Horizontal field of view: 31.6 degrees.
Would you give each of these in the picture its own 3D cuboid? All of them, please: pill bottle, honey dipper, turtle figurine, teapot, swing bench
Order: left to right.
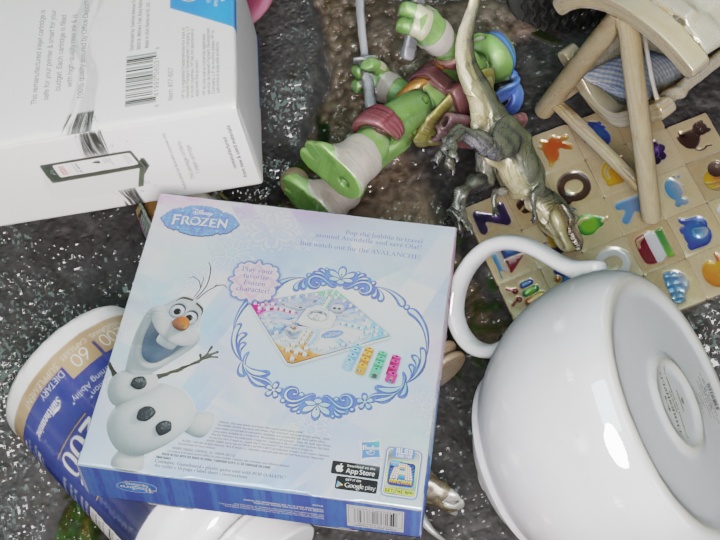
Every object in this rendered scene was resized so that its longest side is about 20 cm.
[{"bbox_3d":[-0.126,0.126,0.817,0.200,0.111,0.111,41,75,19],"label":"pill bottle"},{"bbox_3d":[0.000,0.000,0.906,0.038,0.038,0.200,-35,65,-11],"label":"honey dipper"},{"bbox_3d":[0.011,-0.140,0.901,0.143,0.201,0.194,9,50,50],"label":"turtle figurine"},{"bbox_3d":[0.133,0.102,0.788,0.145,0.198,0.201,-26,31,33],"label":"teapot"},{"bbox_3d":[0.236,-0.175,0.865,0.198,0.201,0.130,-36,66,-14],"label":"swing bench"}]

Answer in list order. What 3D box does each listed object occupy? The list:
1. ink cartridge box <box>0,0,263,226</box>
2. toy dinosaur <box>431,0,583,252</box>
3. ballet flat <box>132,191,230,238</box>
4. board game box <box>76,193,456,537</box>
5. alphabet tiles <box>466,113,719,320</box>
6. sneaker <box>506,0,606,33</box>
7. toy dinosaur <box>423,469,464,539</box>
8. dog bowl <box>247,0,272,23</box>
[{"bbox_3d":[-0.172,-0.123,0.872,0.197,0.085,0.148,-8,55,5],"label":"ink cartridge box"},{"bbox_3d":[0.087,-0.080,0.862,0.088,0.201,0.047,-44,32,-25],"label":"toy dinosaur"},{"bbox_3d":[-0.137,-0.058,0.921,0.069,0.071,0.201,-32,68,-8],"label":"ballet flat"},{"bbox_3d":[-0.048,0.051,0.774,0.197,0.044,0.201,7,54,5],"label":"board game box"},{"bbox_3d":[0.183,-0.038,0.921,0.198,0.006,0.168,-21,66,-5],"label":"alphabet tiles"},{"bbox_3d":[0.192,-0.256,0.990,0.198,0.070,0.091,-25,51,-7],"label":"sneaker"},{"bbox_3d":[-0.009,0.085,0.840,0.076,0.103,0.201,-24,56,-17],"label":"toy dinosaur"},{"bbox_3d":[-0.146,-0.232,0.933,0.197,0.200,0.075,-7,73,1],"label":"dog bowl"}]
